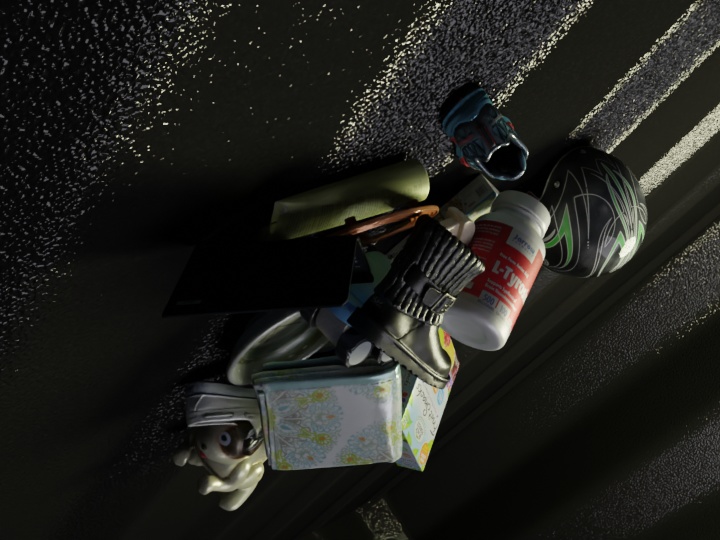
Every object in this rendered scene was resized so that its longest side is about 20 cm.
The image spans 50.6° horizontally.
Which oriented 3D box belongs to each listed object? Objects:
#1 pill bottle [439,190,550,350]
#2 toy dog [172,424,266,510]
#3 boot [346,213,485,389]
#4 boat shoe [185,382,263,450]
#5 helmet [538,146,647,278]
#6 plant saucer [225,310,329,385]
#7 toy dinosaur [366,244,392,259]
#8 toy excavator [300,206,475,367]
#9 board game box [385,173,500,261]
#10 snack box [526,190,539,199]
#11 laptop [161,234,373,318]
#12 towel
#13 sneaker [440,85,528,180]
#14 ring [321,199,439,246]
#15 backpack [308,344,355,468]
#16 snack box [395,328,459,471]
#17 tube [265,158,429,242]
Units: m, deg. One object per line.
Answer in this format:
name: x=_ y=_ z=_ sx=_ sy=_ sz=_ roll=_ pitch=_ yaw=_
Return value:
pill bottle: x=0.183 y=-0.003 z=1.039 sx=0.202 sy=0.111 sz=0.113 roll=-61 pitch=168 yaw=-20
toy dog: x=-0.200 y=0.275 z=1.217 sx=0.192 sy=0.140 sz=0.201 roll=-29 pitch=157 yaw=-15
boot: x=0.088 y=0.044 z=0.902 sx=0.159 sy=0.079 sz=0.211 roll=-53 pitch=143 yaw=-3
boat shoe: x=-0.157 y=0.217 z=1.095 sx=0.199 sy=0.088 sz=0.074 roll=14 pitch=152 yaw=-32
helmet: x=0.368 y=-0.091 z=1.238 sx=0.198 sy=0.203 sz=0.191 roll=-25 pitch=175 yaw=-24
plant saucer: x=-0.106 y=0.083 z=1.058 sx=0.198 sy=0.051 sz=0.201 roll=-29 pitch=160 yaw=-12
toy dinosaur: x=0.000 y=0.000 z=1.050 sx=0.087 sy=0.048 sz=0.199 roll=-28 pitch=167 yaw=25
toy excavator: x=0.047 y=0.010 z=0.966 sx=0.193 sy=0.100 sz=0.202 roll=1 pitch=125 yaw=-51
board game box: x=0.131 y=-0.053 z=1.149 sx=0.199 sy=0.034 sz=0.134 roll=-40 pitch=159 yaw=14
snack box: x=0.206 y=-0.038 z=1.198 sx=0.201 sy=0.024 sz=0.072 roll=-50 pitch=179 yaw=-19
laptop: x=-0.083 y=0.025 z=0.787 sx=0.173 sy=0.105 sz=0.200 roll=-3 pitch=158 yaw=7
towel: x=-0.042 y=0.194 z=1.032 sx=0.196 sy=0.049 sz=0.174 roll=-4 pitch=125 yaw=-1
sneaker: x=0.158 y=-0.138 z=0.912 sx=0.079 sy=0.096 sz=0.199 roll=-39 pitch=159 yaw=16
ring: x=-0.003 y=-0.044 z=0.893 sx=0.197 sy=0.020 sz=0.200 roll=-18 pitch=175 yaw=-1
backpack: x=-0.028 y=0.218 z=1.237 sx=0.197 sy=0.193 sz=0.154 roll=-14 pitch=-162 yaw=29
snack box: x=0.091 y=0.184 z=1.184 sx=0.202 sy=0.052 sz=0.143 roll=-64 pitch=146 yaw=-33
tube: x=-0.014 y=-0.080 z=0.853 sx=0.197 sy=0.052 sz=0.059 roll=-20 pitch=114 yaw=-26
